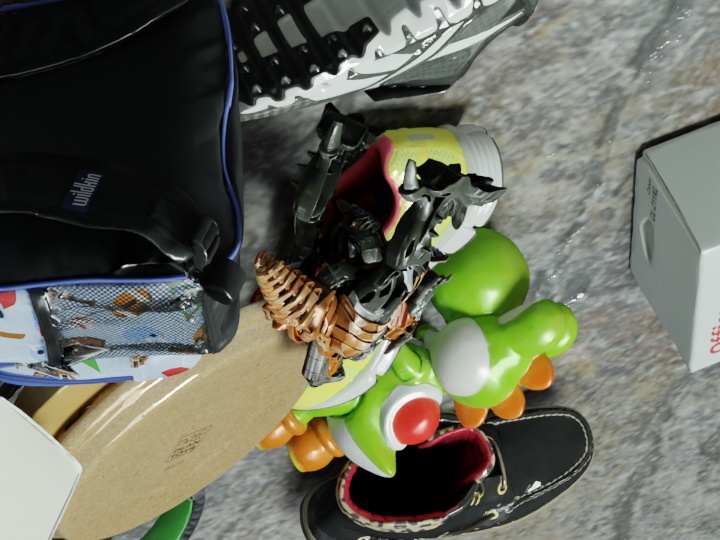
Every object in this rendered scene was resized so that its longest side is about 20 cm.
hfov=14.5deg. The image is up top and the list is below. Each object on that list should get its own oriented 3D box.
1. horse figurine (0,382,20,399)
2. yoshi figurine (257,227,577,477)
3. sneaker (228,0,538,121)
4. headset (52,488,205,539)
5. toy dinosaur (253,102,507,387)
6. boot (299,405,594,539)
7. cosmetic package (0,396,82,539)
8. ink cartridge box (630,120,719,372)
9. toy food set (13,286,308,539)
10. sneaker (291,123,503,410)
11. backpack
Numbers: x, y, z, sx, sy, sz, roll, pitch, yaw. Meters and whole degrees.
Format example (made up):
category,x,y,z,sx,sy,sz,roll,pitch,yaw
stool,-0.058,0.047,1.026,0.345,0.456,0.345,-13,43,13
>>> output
category,x,y,z,sx,sy,sz,roll,pitch,yaw
horse figurine,-0.128,0.044,1.535,0.200,0.050,0.133,-12,146,-55
yoshi figurine,0.028,0.039,1.657,0.199,0.113,0.112,-21,112,19
sneaker,0.008,-0.113,1.407,0.199,0.067,0.091,-27,147,-3
headset,-0.189,0.168,1.706,0.200,0.094,0.124,-35,148,-16
toy dinosaur,0.000,0.000,1.419,0.200,0.102,0.136,-72,-174,-81
boot,0.063,0.125,1.768,0.199,0.074,0.151,-14,170,-8
cosmetic package,-0.251,0.089,1.383,0.088,0.199,0.103,-65,153,-16
ink cartridge box,0.271,-0.037,1.706,0.199,0.083,0.146,-22,150,-9
toy food set,-0.105,0.075,1.495,0.199,0.049,0.198,-29,160,-28
sneaker,-0.009,-0.006,1.555,0.090,0.078,0.201,7,125,-43
backpack,-0.150,-0.038,1.300,0.189,0.201,0.155,0,142,-6
